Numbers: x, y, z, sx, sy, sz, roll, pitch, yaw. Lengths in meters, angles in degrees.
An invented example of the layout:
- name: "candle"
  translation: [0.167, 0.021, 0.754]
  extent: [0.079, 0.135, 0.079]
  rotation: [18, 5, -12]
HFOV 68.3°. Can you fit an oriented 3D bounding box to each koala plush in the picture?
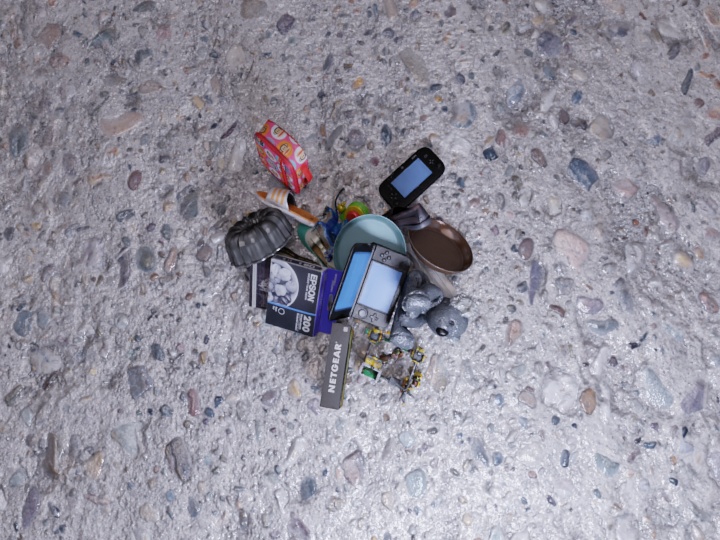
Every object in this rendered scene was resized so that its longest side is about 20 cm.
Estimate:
- name: "koala plush"
  translation: [0.193, 0.105, 1.363]
  extent: [0.193, 0.182, 0.186]
  rotation: [18, 36, 1]

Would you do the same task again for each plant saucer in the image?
- name: "plant saucer"
  translation: [0.210, -0.061, 1.426]
  extent: [0.193, 0.035, 0.205]
  rotation: [16, 42, -15]
- name: "plant saucer"
  translation: [0.023, -0.045, 1.383]
  extent: [0.191, 0.028, 0.209]
  rotation: [-2, 106, -6]

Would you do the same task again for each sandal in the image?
- name: "sandal"
  translation: [-0.197, -0.022, 1.467]
  extent: [0.194, 0.080, 0.056]
  rotation: [23, 102, 1]
- name: "sandal"
  translation: [-0.194, -0.191, 1.483]
  extent: [0.201, 0.079, 0.061]
  rotation: [25, 111, 0]

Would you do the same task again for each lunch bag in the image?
- name: "lunch bag"
  translation: [-0.199, -0.298, 1.447]
  extent: [0.175, 0.201, 0.082]
  rotation: [41, 78, 9]

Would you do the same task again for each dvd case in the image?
- name: "dvd case"
  translation: [-0.206, 0.045, 1.435]
  extent: [0.192, 0.016, 0.154]
  rotation: [9, 116, 3]

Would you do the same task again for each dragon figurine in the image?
- name: "dragon figurine"
  translation: [-0.069, -0.119, 1.432]
  extent: [0.098, 0.059, 0.204]
  rotation: [32, 62, -8]

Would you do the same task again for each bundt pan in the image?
- name: "bundt pan"
  translation: [-0.277, -0.099, 1.410]
  extent: [0.197, 0.203, 0.077]
  rotation: [-28, 119, -3]

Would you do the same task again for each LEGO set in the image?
- name: "LEGO set"
  translation: [0.079, 0.236, 1.380]
  extent: [0.196, 0.116, 0.157]
  rotation: [31, 82, 7]

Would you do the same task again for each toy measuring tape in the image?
- name: "toy measuring tape"
  translation: [0.021, -0.136, 1.473]
  extent: [0.196, 0.074, 0.075]
  rotation: [33, 82, 7]

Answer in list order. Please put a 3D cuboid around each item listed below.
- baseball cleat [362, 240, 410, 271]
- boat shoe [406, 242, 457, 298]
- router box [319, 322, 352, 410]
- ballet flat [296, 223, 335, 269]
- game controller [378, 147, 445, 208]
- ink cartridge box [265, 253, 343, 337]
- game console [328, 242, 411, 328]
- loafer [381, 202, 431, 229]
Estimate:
- name: "baseball cleat"
  translation: [0.045, -0.037, 1.437]
  extent: [0.106, 0.070, 0.202]
  rotation: [-40, 102, -5]
- name: "boat shoe"
  translation: [0.181, 0.015, 1.449]
  extent: [0.068, 0.072, 0.202]
  rotation: [-39, 89, -4]
- name: "router box"
  translation: [-0.058, 0.245, 1.364]
  extent: [0.050, 0.157, 0.209]
  rotation: [8, 80, 3]
- name: "ballet flat"
  translation: [-0.105, -0.063, 1.465]
  extent: [0.067, 0.071, 0.201]
  rotation: [-39, 81, -9]
- name: "game controller"
  translation: [0.145, -0.259, 1.508]
  extent: [0.199, 0.042, 0.105]
  rotation: [-42, 81, -6]
- name: "ink cartridge box"
  translation: [-0.150, 0.074, 1.402]
  extent: [0.192, 0.044, 0.205]
  rotation: [13, 117, 4]
- name: "game console"
  translation: [0.026, 0.045, 1.333]
  extent: [0.170, 0.117, 0.207]
  rotation: [20, 103, -7]
- name: "loafer"
  translation: [0.113, -0.152, 1.416]
  extent: [0.071, 0.198, 0.064]
  rotation: [-38, 113, -23]
